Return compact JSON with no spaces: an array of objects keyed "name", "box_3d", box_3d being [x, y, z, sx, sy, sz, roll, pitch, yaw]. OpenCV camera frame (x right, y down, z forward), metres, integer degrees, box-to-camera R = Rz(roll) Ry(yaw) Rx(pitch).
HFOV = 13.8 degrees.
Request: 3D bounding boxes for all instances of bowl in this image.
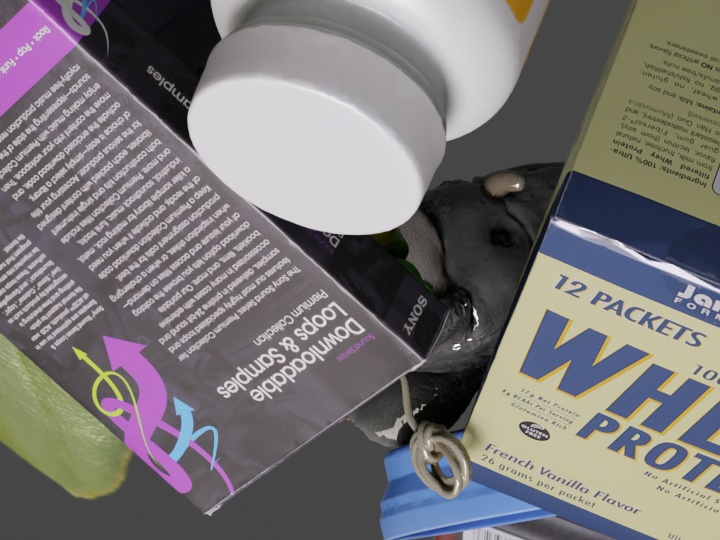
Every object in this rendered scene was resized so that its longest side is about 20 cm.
[{"name":"bowl","box_3d":[0.104,0.078,1.249,0.200,0.040,0.201,-10,173,-1]}]

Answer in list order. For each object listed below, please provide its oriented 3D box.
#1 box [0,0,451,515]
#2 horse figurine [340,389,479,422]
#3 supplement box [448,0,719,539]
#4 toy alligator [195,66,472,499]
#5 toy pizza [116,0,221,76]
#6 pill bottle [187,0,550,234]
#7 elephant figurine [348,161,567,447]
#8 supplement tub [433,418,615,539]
[{"name":"box","box_3d":[-0.083,-0.011,1.079,0.200,0.036,0.143,44,134,-11]},{"name":"horse figurine","box_3d":[0.089,0.040,1.348,0.199,0.050,0.132,-6,172,32]},{"name":"supplement box","box_3d":[0.141,-0.024,1.087,0.134,0.200,0.200,22,150,3]},{"name":"toy alligator","box_3d":[0.000,0.000,1.131,0.200,0.054,0.059,56,134,20]},{"name":"toy pizza","box_3d":[-0.119,-0.075,1.156,0.200,0.032,0.200,-14,147,-9]},{"name":"pill bottle","box_3d":[0.015,-0.115,1.028,0.112,0.200,0.113,17,150,10]},{"name":"elephant figurine","box_3d":[0.014,0.005,1.255,0.200,0.141,0.156,22,112,23]},{"name":"supplement tub","box_3d":[0.141,0.128,1.391,0.200,0.107,0.107,17,151,32]}]
